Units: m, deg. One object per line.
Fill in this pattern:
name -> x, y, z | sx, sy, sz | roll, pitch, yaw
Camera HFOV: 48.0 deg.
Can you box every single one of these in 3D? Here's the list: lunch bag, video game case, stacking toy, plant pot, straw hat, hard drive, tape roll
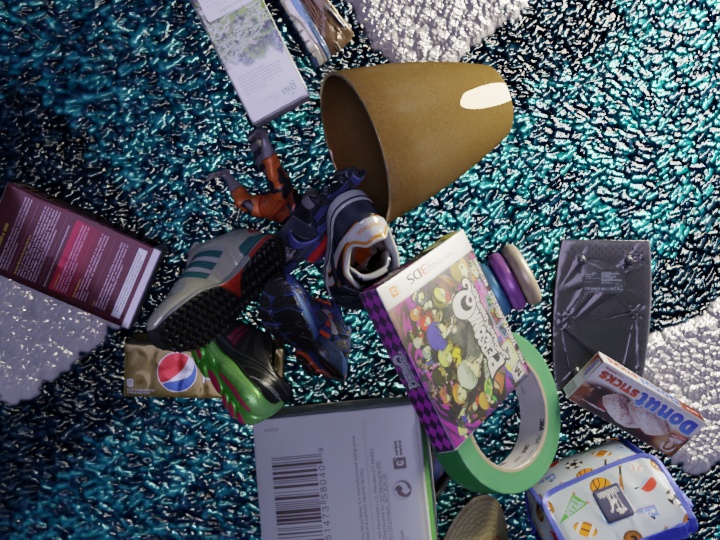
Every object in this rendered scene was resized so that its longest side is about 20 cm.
lunch bag -> 0.309, 0.304, 1.031 | 0.168, 0.200, 0.125 | -20, 99, -2
video game case -> 0.104, 0.076, 0.940 | 0.181, 0.036, 0.202 | -31, 98, -43
stacking toy -> 0.130, 0.048, 1.051 | 0.198, 0.085, 0.086 | -29, 99, 6
plant pot -> 0.077, -0.175, 0.977 | 0.198, 0.186, 0.189 | -22, 99, -17
straw hat -> 0.178, 0.394, 1.032 | 0.084, 0.200, 0.204 | 9, 104, 38
hard drive -> 0.317, 0.058, 1.081 | 0.133, 0.042, 0.203 | 0, 98, -5
tape roll -> 0.171, 0.178, 1.026 | 0.198, 0.048, 0.204 | 9, 75, -34

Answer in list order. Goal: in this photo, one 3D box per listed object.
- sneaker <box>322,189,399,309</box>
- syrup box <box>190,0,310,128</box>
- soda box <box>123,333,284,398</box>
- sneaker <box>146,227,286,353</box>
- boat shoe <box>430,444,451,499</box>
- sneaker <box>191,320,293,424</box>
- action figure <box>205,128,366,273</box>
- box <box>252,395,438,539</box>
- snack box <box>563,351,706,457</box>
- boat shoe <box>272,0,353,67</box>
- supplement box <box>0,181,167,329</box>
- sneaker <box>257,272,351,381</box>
sneaker -> 0.000, 0.000, 0.971 | 0.078, 0.201, 0.080 | -25, 56, -14
syrup box -> -0.139, -0.280, 0.977 | 0.078, 0.081, 0.202 | -27, 99, -1
soda box -> -0.195, 0.122, 1.030 | 0.197, 0.064, 0.069 | 2, 97, -6
sneaker -> -0.179, 0.016, 0.934 | 0.200, 0.093, 0.071 | -43, 138, -33
boat shoe -> 0.078, 0.282, 1.078 | 0.068, 0.057, 0.201 | 34, 93, -8
sneaker -> -0.146, 0.096, 0.960 | 0.083, 0.201, 0.077 | -13, 143, -35
action figure -> -0.071, -0.094, 0.995 | 0.193, 0.105, 0.199 | 44, 122, -14
box -> -0.011, 0.262, 0.978 | 0.197, 0.171, 0.202 | -6, 84, 5
snack box -> 0.367, 0.181, 1.079 | 0.199, 0.024, 0.072 | 30, 113, -20
boat shoe -> -0.078, -0.354, 0.986 | 0.072, 0.072, 0.201 | -33, 109, -6
supplement box -> -0.353, -0.019, 0.999 | 0.198, 0.061, 0.110 | 25, 93, -9
sneaker -> -0.064, 0.059, 0.996 | 0.074, 0.201, 0.079 | 6, 59, 24
